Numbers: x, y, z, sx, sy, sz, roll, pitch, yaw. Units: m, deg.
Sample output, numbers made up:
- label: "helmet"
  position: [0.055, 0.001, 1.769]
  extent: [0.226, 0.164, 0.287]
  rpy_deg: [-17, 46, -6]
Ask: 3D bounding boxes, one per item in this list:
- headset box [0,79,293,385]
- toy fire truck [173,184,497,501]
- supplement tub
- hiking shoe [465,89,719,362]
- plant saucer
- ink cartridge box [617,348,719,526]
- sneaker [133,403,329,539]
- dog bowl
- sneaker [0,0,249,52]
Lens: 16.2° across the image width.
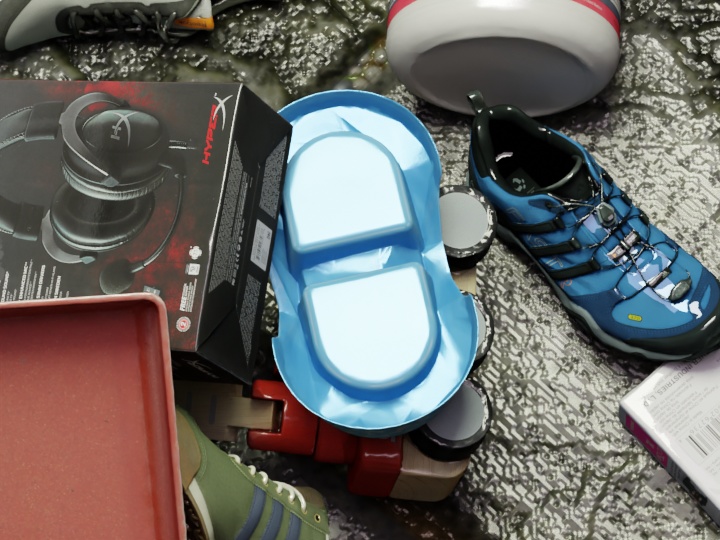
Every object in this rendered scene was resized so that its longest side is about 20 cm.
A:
- label: "headset box"
  position: [-0.149, -0.023, 1.375]
  extent: [0.199, 0.077, 0.150]
  rpy_deg: [4, 75, 23]
- label: "toy fire truck"
  position: [-0.031, 0.041, 1.460]
  extent: [0.199, 0.129, 0.177]
  rpy_deg: [5, 68, -7]
- label: "supplement tub"
  position: [0.089, -0.206, 1.528]
  extent: [0.140, 0.140, 0.201]
  rpy_deg: [3, 69, 3]
- label: "hiking shoe"
  position: [0.131, -0.020, 1.468]
  extent: [0.200, 0.087, 0.074]
  rpy_deg: [37, 75, 26]
- label: "plant saucer"
  position: [-0.191, 0.104, 1.304]
  extent: [0.199, 0.037, 0.201]
  rpy_deg: [-4, 111, 0]
- label: "ink cartridge box"
  position: [0.257, 0.113, 1.450]
  extent: [0.119, 0.042, 0.200]
  rpy_deg: [-39, 69, -11]
- label: "sneaker"
  position: [-0.063, 0.138, 1.392]
  extent: [0.090, 0.201, 0.067]
  rpy_deg: [-38, 32, -29]
- label: "dog bowl"
  position: [0.000, 0.000, 1.392]
  extent: [0.111, 0.050, 0.201]
  rpy_deg: [-12, 68, -1]
- label: "sneaker"
  position: [-0.138, -0.174, 1.562]
  extent: [0.199, 0.074, 0.080]
  rpy_deg: [-20, 74, -6]
